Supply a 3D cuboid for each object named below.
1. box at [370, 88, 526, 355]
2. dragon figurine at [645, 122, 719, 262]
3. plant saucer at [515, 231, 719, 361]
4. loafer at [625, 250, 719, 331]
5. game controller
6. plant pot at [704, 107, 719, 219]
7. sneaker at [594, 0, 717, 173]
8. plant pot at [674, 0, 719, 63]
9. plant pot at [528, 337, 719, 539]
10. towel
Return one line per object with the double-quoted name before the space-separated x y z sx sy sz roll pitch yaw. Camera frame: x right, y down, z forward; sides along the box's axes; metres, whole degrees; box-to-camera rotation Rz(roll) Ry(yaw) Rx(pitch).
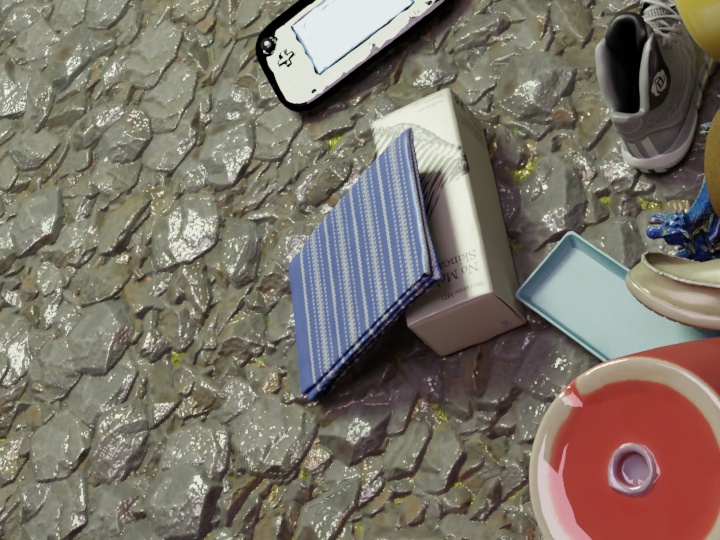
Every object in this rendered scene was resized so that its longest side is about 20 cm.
"box" 0.069 -0.041 1.246 0.082 0.068 0.202 -24 56 20
"dragon figurine" 0.304 -0.068 1.119 0.198 0.059 0.100 -18 58 25
"plant saucer" 0.205 0.045 1.146 0.070 0.019 0.200 -48 52 -5
"loafer" 0.283 0.009 1.074 0.198 0.075 0.069 13 105 27
"game controller" -0.004 -0.231 1.409 0.199 0.042 0.105 -36 52 12
"plant pot" 0.327 -0.072 0.980 0.199 0.186 0.188 4 68 46
"sneaker" 0.232 -0.187 1.189 0.074 0.115 0.202 2 67 32
"plant pot" 0.332 -0.237 1.114 0.188 0.200 0.203 -16 57 41
"plant pot" 0.206 0.133 0.973 0.199 0.177 0.203 -7 78 33
"towel" 0.000 0.000 1.244 0.200 0.024 0.146 -47 41 43
